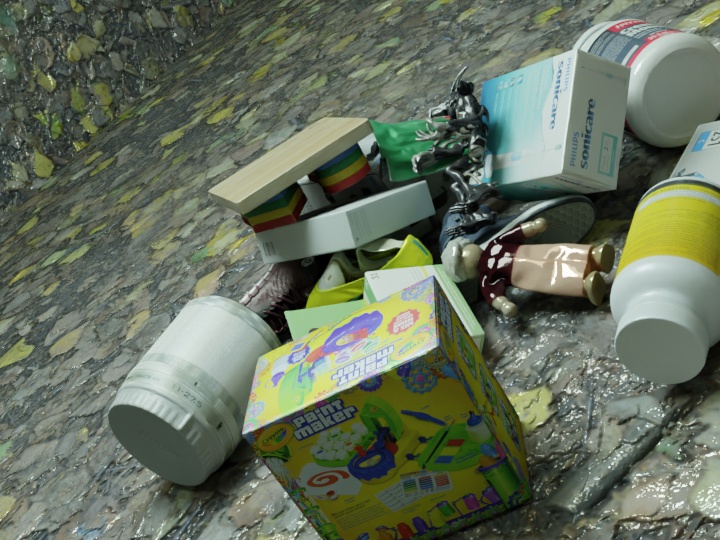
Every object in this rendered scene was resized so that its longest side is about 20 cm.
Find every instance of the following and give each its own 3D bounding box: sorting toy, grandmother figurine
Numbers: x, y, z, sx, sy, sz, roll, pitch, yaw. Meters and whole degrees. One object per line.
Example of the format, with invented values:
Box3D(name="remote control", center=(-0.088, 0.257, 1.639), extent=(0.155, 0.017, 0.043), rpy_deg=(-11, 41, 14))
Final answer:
Box3D(name="sorting toy", center=(-0.086, -0.122, 1.320), extent=(0.199, 0.070, 0.199), rpy_deg=(-33, 17, -11))
Box3D(name="grandmother figurine", center=(0.179, -0.002, 1.122), extent=(0.198, 0.061, 0.122), rpy_deg=(8, 56, 35))

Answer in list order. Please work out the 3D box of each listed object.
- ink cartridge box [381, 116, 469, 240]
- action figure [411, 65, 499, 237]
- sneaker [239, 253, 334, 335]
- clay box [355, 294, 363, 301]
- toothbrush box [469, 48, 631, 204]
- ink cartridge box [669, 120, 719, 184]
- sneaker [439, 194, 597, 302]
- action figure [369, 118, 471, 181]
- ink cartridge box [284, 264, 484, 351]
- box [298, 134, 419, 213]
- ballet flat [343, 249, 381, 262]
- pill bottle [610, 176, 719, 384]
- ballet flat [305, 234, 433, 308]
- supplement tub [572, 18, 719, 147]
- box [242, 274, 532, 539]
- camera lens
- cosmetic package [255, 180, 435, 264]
Box3D(name="ink cartridge box", center=(0.088, -0.127, 1.469), extent=(0.199, 0.084, 0.144), rpy_deg=(-33, 26, 2))
Box3D(name="action figure", center=(0.112, -0.151, 1.207), extent=(0.101, 0.119, 0.202), rpy_deg=(-7, 64, 2))
Box3D(name="sneaker", center=(-0.101, 0.042, 1.377), extent=(0.115, 0.076, 0.201), rpy_deg=(10, 66, 51))
Box3D(name="clay box", center=(0.020, 0.086, 1.219), extent=(0.114, 0.048, 0.201), rpy_deg=(-23, 26, 22))
Box3D(name="toothbrush box", center=(0.224, -0.168, 1.203), extent=(0.200, 0.084, 0.148), rpy_deg=(-6, 74, 65))
Box3D(name="ink cartridge box", center=(0.424, -0.101, 1.078), extent=(0.175, 0.045, 0.200), rpy_deg=(-6, 37, 46))
Box3D(name="sneaker", center=(0.188, -0.059, 1.242), extent=(0.201, 0.077, 0.147), rpy_deg=(-29, 28, 13))
Box3D(name="action figure", center=(0.116, -0.164, 1.332), extent=(0.198, 0.055, 0.119), rpy_deg=(-8, 55, -14))
Box3D(name="ink cartridge box", center=(0.024, 0.059, 1.134), extent=(0.198, 0.048, 0.146), rpy_deg=(-5, 35, -15))
Box3D(name="box", center=(0.000, -0.145, 1.438), extent=(0.199, 0.060, 0.117), rpy_deg=(-2, 41, 49))
Box3D(name="ballet flat", center=(-0.011, -0.013, 1.422), extent=(0.071, 0.071, 0.199), rpy_deg=(-41, 26, -17))
Box3D(name="pill bottle", center=(0.302, 0.009, 0.948), extent=(0.111, 0.113, 0.201), rpy_deg=(-13, 32, 36))
Box3D(name="ballet flat", center=(0.000, 0.000, 1.261), extent=(0.199, 0.067, 0.067), rpy_deg=(-18, 30, 32))
Box3D(name="supplement tub", center=(0.367, -0.249, 1.291), extent=(0.140, 0.141, 0.200), rpy_deg=(-33, 26, -1))
Box3D(name="box", center=(0.028, 0.146, 0.934), extent=(0.198, 0.193, 0.122), rpy_deg=(-25, 26, 16))
Box3D(name="camera lens", center=(-0.198, 0.144, 1.241), extent=(0.159, 0.161, 0.201), rpy_deg=(-8, 35, 42))
Box3D(name="cosmetic package", center=(-0.023, -0.062, 1.311), extent=(0.150, 0.052, 0.199), rpy_deg=(-21, 8, -40))
